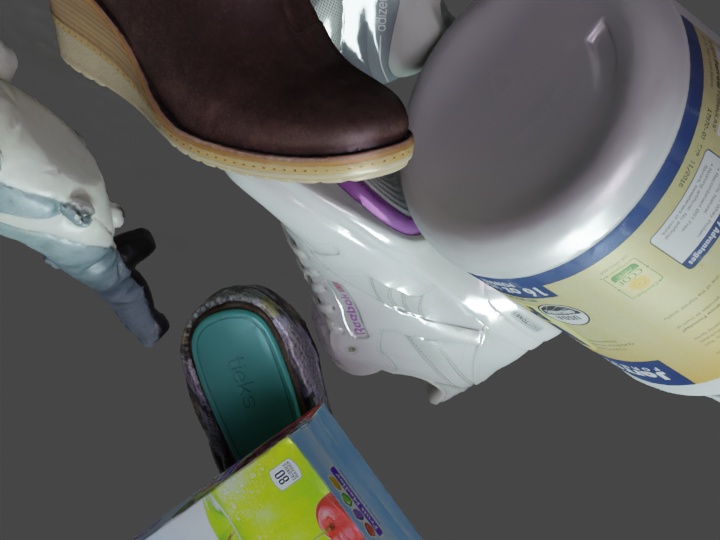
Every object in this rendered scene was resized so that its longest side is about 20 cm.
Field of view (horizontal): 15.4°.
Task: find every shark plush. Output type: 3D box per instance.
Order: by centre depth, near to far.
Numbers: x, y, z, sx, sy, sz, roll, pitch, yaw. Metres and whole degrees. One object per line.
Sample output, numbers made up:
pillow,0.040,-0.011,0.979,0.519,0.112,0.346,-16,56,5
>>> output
shark plush,-0.156,-0.037,1.168,0.083,0.091,0.200,-30,140,24

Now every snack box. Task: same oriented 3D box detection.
snack box,-0.051,0.186,1.177,0.200,0.068,0.169,-37,90,18

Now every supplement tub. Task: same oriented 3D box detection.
supplement tub,0.128,-0.031,1.149,0.200,0.144,0.144,31,105,-41

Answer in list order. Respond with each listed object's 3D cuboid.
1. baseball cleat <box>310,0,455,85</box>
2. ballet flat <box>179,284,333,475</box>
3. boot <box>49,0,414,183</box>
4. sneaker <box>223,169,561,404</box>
baseball cleat,-0.029,-0.157,1.116,0.106,0.070,0.200,-24,116,-1
ballet flat,-0.031,0.097,1.227,0.072,0.072,0.201,-16,104,-5
boot,-0.055,-0.135,1.060,0.072,0.200,0.167,-24,129,-44
sneaker,0.000,0.000,1.182,0.100,0.075,0.200,-40,126,22
